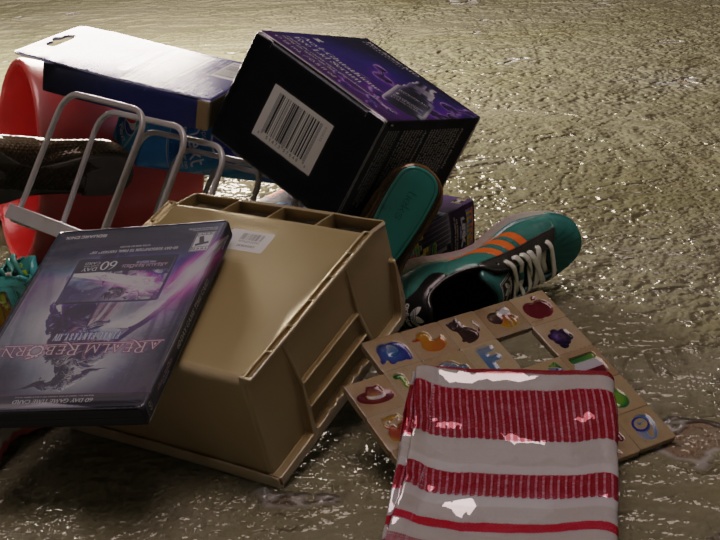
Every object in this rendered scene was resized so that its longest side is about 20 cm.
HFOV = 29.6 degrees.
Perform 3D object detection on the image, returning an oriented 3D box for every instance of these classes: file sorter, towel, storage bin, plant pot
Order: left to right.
[{"bbox_3d":[-0.262,-0.110,1.378,0.175,0.203,0.200,-3,19,-26],"label":"plant pot"},{"bbox_3d":[-0.173,-0.059,1.179,0.138,0.126,0.199,17,-4,43],"label":"file sorter"},{"bbox_3d":[-0.098,0.038,1.013,0.198,0.095,0.199,9,41,32],"label":"storage bin"},{"bbox_3d":[0.091,0.127,0.862,0.142,0.023,0.201,1,36,10],"label":"towel"}]

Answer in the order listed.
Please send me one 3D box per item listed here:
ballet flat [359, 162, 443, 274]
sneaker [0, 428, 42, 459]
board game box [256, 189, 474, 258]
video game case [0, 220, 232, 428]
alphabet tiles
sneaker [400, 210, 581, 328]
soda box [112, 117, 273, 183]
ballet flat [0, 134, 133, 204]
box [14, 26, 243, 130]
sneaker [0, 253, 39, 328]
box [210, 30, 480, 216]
[{"bbox_3d":[0.000,0.000,1.130,0.067,0.201,0.072,31,-9,-1],"label":"ballet flat"},{"bbox_3d":[-0.269,0.082,1.008,0.073,0.088,0.200,4,22,15],"label":"sneaker"},{"bbox_3d":[-0.014,-0.034,1.308,0.198,0.057,0.165,11,26,33],"label":"board game box"},{"bbox_3d":[-0.182,0.034,0.953,0.141,0.019,0.201,-3,36,17],"label":"video game case"},{"bbox_3d":[0.096,0.090,0.960,0.198,0.008,0.168,-15,45,-27],"label":"alphabet tiles"},{"bbox_3d":[0.117,0.009,1.166,0.198,0.072,0.080,-22,27,-21],"label":"sneaker"},{"bbox_3d":[-0.132,-0.132,1.318,0.198,0.065,0.068,4,27,-35],"label":"soda box"},{"bbox_3d":[-0.301,-0.097,1.215,0.197,0.068,0.047,-3,39,-23],"label":"ballet flat"},{"bbox_3d":[-0.197,-0.176,1.227,0.198,0.033,0.121,17,26,16],"label":"box"},{"bbox_3d":[-0.293,0.021,1.115,0.198,0.080,0.078,-3,37,-35],"label":"sneaker"},{"bbox_3d":[-0.009,-0.128,1.204,0.147,0.105,0.199,36,22,18],"label":"box"}]
